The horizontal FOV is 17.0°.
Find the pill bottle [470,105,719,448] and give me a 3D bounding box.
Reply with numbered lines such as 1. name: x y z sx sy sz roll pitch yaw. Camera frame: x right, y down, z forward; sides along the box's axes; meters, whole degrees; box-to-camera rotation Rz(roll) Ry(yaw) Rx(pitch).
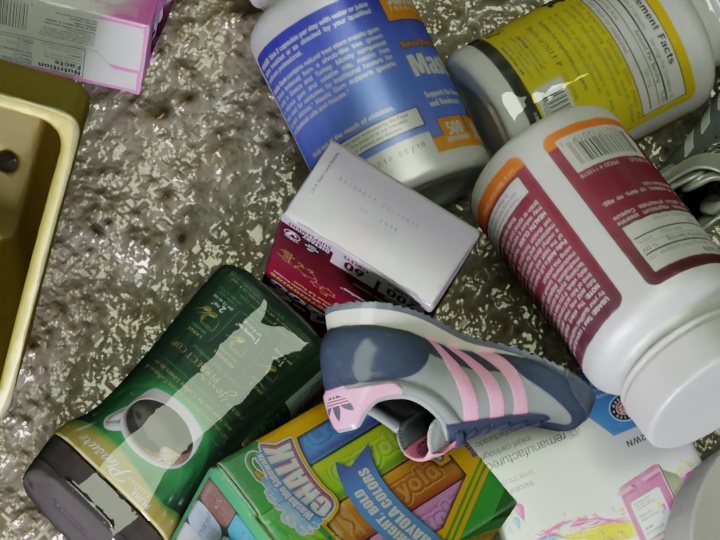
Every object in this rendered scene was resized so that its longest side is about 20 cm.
1. pill bottle: 0.165 0.004 1.497 0.114 0.114 0.200 -27 61 -12

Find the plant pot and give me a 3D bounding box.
1. plant pot: -0.270 -0.052 1.485 0.194 0.200 0.196 16 107 -1

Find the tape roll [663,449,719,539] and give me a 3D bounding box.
1. tape roll: 0.281 0.193 1.499 0.203 0.037 0.203 11 64 -23

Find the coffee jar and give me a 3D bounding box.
1. coffee jar: -0.116 0.098 1.531 0.104 0.085 0.200 43 74 8

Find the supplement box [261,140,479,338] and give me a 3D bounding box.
1. supplement box: 0.000 0.000 1.508 0.109 0.200 0.061 32 73 3

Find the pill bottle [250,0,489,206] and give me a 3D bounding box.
1. pill bottle: -0.004 -0.132 1.588 0.112 0.112 0.200 -23 79 -11

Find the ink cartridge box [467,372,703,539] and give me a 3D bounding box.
1. ink cartridge box: 0.157 0.171 1.540 0.144 0.085 0.200 -22 80 -12

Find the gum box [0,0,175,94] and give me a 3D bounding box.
1. gum box: -0.216 -0.196 1.585 0.200 0.066 0.114 13 49 -2

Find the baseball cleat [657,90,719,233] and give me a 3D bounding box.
1. baseball cleat: 0.249 -0.074 1.603 0.070 0.106 0.200 44 80 -8

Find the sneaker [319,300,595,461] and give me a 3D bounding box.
1. sneaker: 0.056 0.082 1.446 0.200 0.070 0.082 18 67 -31

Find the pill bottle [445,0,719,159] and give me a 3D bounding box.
1. pill bottle: 0.166 -0.138 1.609 0.200 0.111 0.111 -27 80 -12

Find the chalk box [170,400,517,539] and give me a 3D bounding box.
1. chalk box: -0.029 0.168 1.464 0.200 0.125 0.124 -30 71 -34
